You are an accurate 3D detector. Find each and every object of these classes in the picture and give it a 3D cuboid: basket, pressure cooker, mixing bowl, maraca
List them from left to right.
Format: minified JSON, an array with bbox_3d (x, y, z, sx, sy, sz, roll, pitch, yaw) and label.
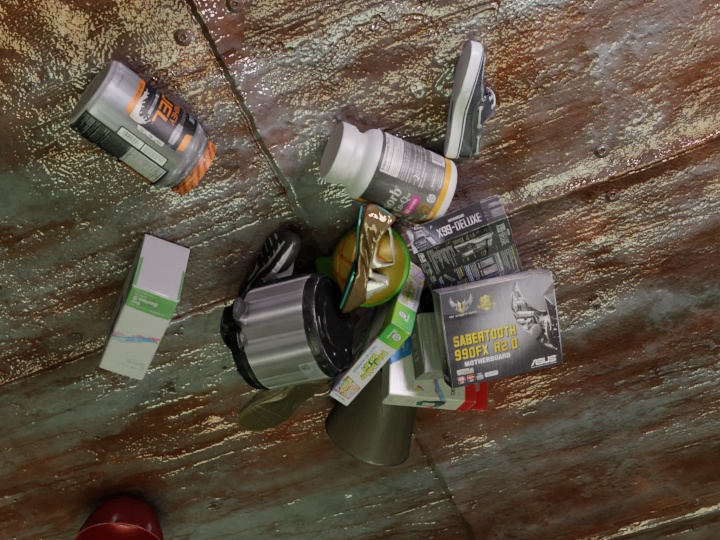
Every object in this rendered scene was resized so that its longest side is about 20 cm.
[{"bbox_3d":[-0.512,0.564,1.981,0.198,0.109,0.202,-1,128,-1],"label":"mixing bowl"},{"bbox_3d":[-0.129,0.105,1.514,0.198,0.179,0.178,-14,99,20],"label":"pressure cooker"},{"bbox_3d":[0.000,0.000,1.567,0.199,0.138,0.107,-30,167,29],"label":"maraca"},{"bbox_3d":[0.038,0.246,1.750,0.179,0.136,0.202,24,121,11],"label":"basket"}]

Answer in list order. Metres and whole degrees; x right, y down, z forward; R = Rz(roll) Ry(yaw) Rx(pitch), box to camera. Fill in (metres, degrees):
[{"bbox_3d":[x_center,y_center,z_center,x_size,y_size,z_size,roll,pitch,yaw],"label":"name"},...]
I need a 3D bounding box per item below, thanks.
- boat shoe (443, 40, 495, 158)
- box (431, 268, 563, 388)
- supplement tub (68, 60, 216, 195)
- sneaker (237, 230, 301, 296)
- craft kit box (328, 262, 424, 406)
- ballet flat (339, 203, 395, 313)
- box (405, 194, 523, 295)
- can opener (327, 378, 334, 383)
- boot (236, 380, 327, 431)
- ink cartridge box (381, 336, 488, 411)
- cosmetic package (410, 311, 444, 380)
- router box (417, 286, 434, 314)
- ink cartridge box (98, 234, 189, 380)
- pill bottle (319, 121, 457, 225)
[{"bbox_3d":[0.175,-0.256,1.402,0.067,0.072,0.201,4,130,-4],"label":"boat shoe"},{"bbox_3d":[0.225,0.093,1.503,0.198,0.048,0.160,-10,100,-11],"label":"box"},{"bbox_3d":[-0.324,-0.209,1.380,0.199,0.123,0.122,36,118,-28],"label":"supplement tub"},{"bbox_3d":[-0.146,0.009,1.602,0.079,0.074,0.201,14,132,-27],"label":"sneaker"},{"bbox_3d":[0.032,0.107,1.596,0.048,0.201,0.198,31,122,-7],"label":"craft kit box"},{"bbox_3d":[0.017,-0.011,1.459,0.072,0.068,0.202,12,117,-1],"label":"ballet flat"},{"bbox_3d":[0.175,-0.023,1.493,0.156,0.050,0.200,-22,145,7],"label":"box"},{"bbox_3d":[-0.114,0.221,1.781,0.199,0.053,0.066,-32,157,22],"label":"can opener"},{"bbox_3d":[-0.150,0.189,1.678,0.199,0.155,0.072,-38,128,17],"label":"boot"},{"bbox_3d":[0.140,0.182,1.636,0.198,0.117,0.067,6,157,-9],"label":"ink cartridge box"},{"bbox_3d":[0.190,0.127,1.582,0.198,0.108,0.090,-5,164,-10],"label":"cosmetic package"},{"bbox_3d":[0.191,0.071,1.669,0.156,0.052,0.200,29,121,-23],"label":"router box"},{"bbox_3d":[-0.372,0.065,1.575,0.087,0.146,0.201,19,125,-16],"label":"ink cartridge box"},{"bbox_3d":[0.043,-0.154,1.446,0.198,0.117,0.117,19,125,-17],"label":"pill bottle"}]
